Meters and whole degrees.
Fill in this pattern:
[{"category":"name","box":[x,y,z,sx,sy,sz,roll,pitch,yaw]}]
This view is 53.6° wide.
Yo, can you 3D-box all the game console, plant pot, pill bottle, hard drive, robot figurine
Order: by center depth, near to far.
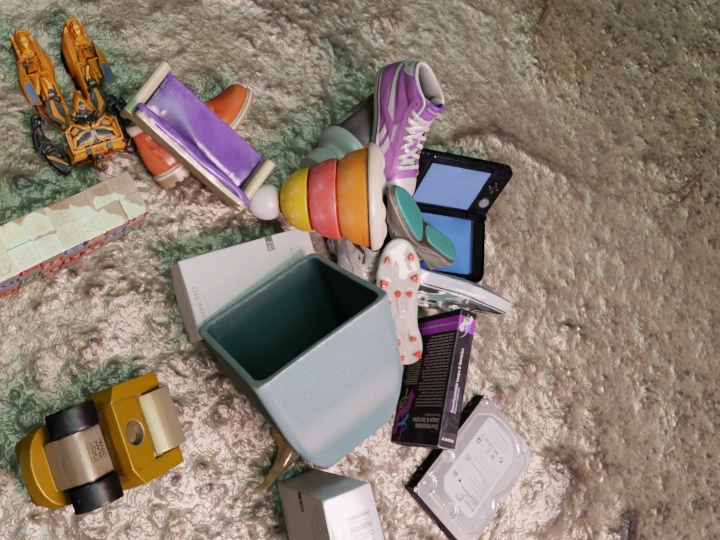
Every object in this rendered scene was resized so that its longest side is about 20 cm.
[{"category":"plant pot","box":[-0.058,0.132,0.931,0.194,0.195,0.202,-34,122,-20]},{"category":"robot figurine","box":[-0.388,-0.231,0.965,0.143,0.058,0.203,-25,91,-26]},{"category":"pill bottle","box":[0.003,-0.195,1.113,0.200,0.110,0.111,-42,98,-25]},{"category":"hard drive","box":[0.179,0.320,1.138,0.200,0.038,0.140,-45,99,-24]},{"category":"game console","box":[0.144,-0.086,1.160,0.197,0.177,0.118,6,49,-24]}]

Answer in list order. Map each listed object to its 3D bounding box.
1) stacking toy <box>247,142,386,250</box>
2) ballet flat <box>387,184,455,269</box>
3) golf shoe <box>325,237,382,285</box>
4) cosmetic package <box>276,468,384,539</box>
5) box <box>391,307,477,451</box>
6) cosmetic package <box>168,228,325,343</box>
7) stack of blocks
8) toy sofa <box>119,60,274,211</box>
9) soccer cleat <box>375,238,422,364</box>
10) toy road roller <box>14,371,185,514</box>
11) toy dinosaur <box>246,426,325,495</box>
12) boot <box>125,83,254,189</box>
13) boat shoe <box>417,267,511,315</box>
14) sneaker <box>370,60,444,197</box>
[{"category":"stacking toy","box":[-0.062,-0.100,0.990,0.196,0.146,0.149,-1,79,2]},{"category":"ballet flat","box":[0.077,-0.056,1.077,0.200,0.063,0.068,39,43,-46]},{"category":"golf shoe","box":[0.000,0.000,1.083,0.077,0.097,0.204,-13,87,-28]},{"category":"cosmetic package","box":[-0.043,0.329,0.940,0.073,0.199,0.104,-12,84,-26]},{"category":"box","box":[0.110,0.166,1.076,0.036,0.143,0.204,20,73,-21]},{"category":"cosmetic package","box":[-0.159,0.019,1.012,0.197,0.081,0.115,-20,91,-28]},{"category":"stack of blocks","box":[-0.377,-0.044,0.903,0.198,0.115,0.059,-31,93,-27]},{"category":"toy sofa","box":[-0.210,-0.174,0.941,0.200,0.097,0.083,42,77,-27]},{"category":"soccer cleat","box":[0.058,0.045,1.078,0.068,0.078,0.204,-8,110,-4]},{"category":"toy road roller","box":[-0.331,0.219,0.888,0.199,0.144,0.125,-16,85,-64]},{"category":"toy dinosaur","box":[-0.086,0.249,1.027,0.100,0.058,0.202,26,63,-3]},{"category":"boot","box":[-0.237,-0.220,1.010,0.200,0.074,0.108,-49,121,-25]},{"category":"boat shoe","box":[0.153,0.048,1.169,0.197,0.072,0.072,17,97,-17]},{"category":"sneaker","box":[0.072,-0.198,1.026,0.072,0.113,0.205,-14,105,-36]}]
